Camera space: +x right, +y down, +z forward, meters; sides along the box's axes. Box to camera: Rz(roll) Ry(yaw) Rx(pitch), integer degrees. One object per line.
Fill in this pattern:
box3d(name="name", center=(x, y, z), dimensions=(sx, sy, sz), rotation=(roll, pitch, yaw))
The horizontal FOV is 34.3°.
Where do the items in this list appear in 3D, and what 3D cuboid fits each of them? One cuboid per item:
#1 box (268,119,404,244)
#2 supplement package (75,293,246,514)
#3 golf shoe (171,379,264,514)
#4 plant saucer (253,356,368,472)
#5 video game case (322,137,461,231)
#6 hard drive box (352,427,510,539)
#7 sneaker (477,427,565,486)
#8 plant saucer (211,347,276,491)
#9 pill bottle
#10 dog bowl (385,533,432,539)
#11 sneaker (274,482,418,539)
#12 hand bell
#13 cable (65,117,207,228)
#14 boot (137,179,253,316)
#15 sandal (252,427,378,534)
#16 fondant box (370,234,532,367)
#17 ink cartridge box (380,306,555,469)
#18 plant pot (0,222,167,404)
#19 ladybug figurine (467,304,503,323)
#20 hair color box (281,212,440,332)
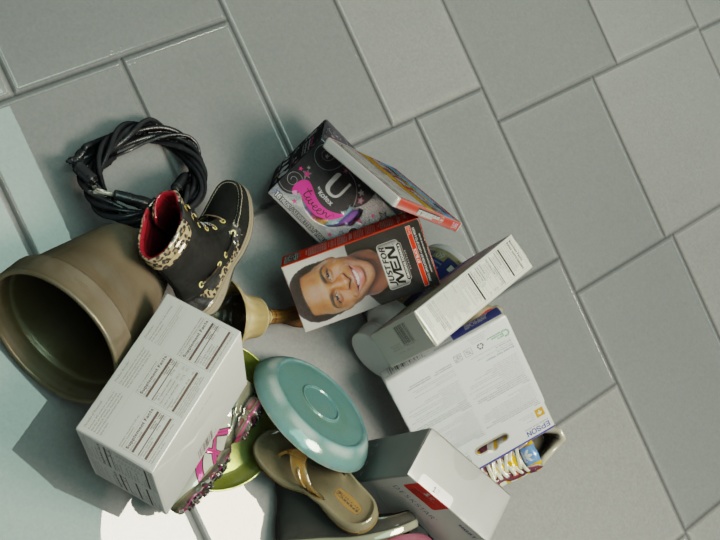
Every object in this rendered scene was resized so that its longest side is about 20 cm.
box3d(name="box", center=(-0.020, -0.097, 1.662), dimensions=(0.115, 0.132, 0.200), rotation=(-43, 103, 14))
box3d(name="supplement package", center=(-0.237, 0.164, 1.422), dimensions=(0.110, 0.156, 0.201), rotation=(26, 63, 11))
box3d(name="golf shoe", center=(-0.204, 0.223, 1.522), dimensions=(0.091, 0.073, 0.201), rotation=(32, 59, 1))
box3d(name="plant saucer", center=(-0.060, 0.187, 1.586), dimensions=(0.199, 0.027, 0.201), rotation=(37, 21, -16))
box3d(name="video game case", center=(0.046, -0.115, 1.587), dimensions=(0.143, 0.018, 0.199), rotation=(42, 13, 27))
box3d(name="hard drive box", center=(0.085, 0.303, 1.614), dimensions=(0.155, 0.199, 0.077), rotation=(41, 61, -14))
box3d(name="sneaker", center=(0.221, 0.285, 1.756), dimensions=(0.199, 0.090, 0.076), rotation=(-30, 94, -30))
box3d(name="plant saucer", center=(-0.201, 0.197, 1.580), dimensions=(0.197, 0.031, 0.204), rotation=(6, 77, -27))
box3d(name="pill bottle", center=(0.079, 0.062, 1.716), dimensions=(0.200, 0.111, 0.112), rotation=(-44, 101, -29))
box3d(name="dog bowl", center=(0.040, 0.434, 1.577), dimensions=(0.197, 0.202, 0.074), rotation=(-9, 51, -30))
box3d(name="sneaker", center=(-0.023, 0.319, 1.586), dimensions=(0.196, 0.075, 0.108), rotation=(-7, 77, 3))
box3d(name="hand bell", center=(-0.121, 0.066, 1.620), dimensions=(0.198, 0.103, 0.106), rotation=(3, 76, -49))
box3d(name="cable", center=(-0.283, -0.134, 1.562), dimensions=(0.163, 0.051, 0.199), rotation=(43, 45, 22))
box3d(name="boot", center=(-0.211, -0.055, 1.498), dimensions=(0.151, 0.072, 0.203), rotation=(53, 49, -54))
box3d(name="sandal", center=(-0.057, 0.271, 1.552), dimensions=(0.199, 0.054, 0.080), rotation=(36, 64, 19))
box3d(name="fondant box", center=(0.123, 0.043, 1.597), dimensions=(0.199, 0.144, 0.059), rotation=(-35, 91, -29))
box3d(name="ink cartridge box", center=(0.155, 0.183, 1.664), dimensions=(0.194, 0.043, 0.202), rotation=(-28, 113, -2))
box3d(name="plant pot", center=(-0.336, 0.034, 1.466), dimensions=(0.200, 0.199, 0.174), rotation=(48, 46, -11))
box3d(name="ladybug figurine", center=(0.164, 0.145, 1.730), dimensions=(0.135, 0.071, 0.202), rotation=(29, 88, -51))
box3d(name="hair color box", center=(0.000, 0.000, 1.591), dimensions=(0.197, 0.061, 0.103), rotation=(-20, 105, 4))
